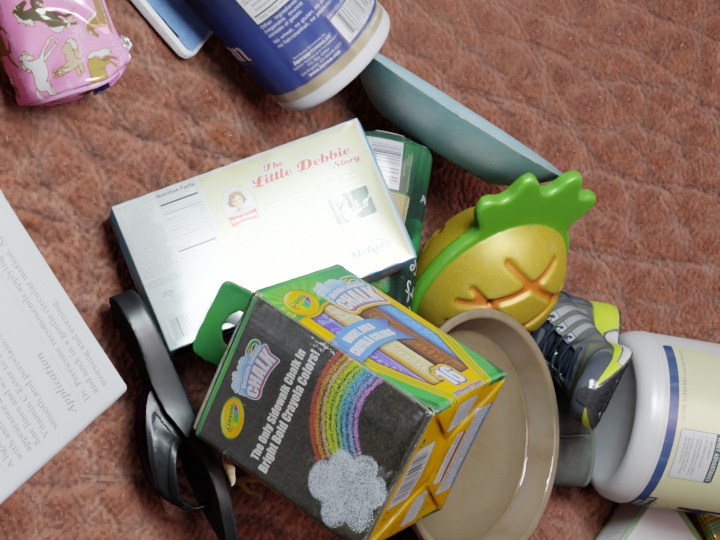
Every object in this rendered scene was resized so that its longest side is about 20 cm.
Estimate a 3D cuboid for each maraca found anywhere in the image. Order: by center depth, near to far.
[{"bbox_3d":[0.110,-0.007,1.797,0.137,0.200,0.107,-7,53,-36],"label":"maraca"}]

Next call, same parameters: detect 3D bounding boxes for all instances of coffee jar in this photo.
[{"bbox_3d":[0.000,0.000,1.743,0.085,0.104,0.200,12,72,-9],"label":"coffee jar"}]

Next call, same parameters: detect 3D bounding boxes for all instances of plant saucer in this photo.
[{"bbox_3d":[0.085,0.129,1.738,0.200,0.029,0.201,0,90,-49],"label":"plant saucer"},{"bbox_3d":[0.069,-0.114,1.798,0.201,0.201,0.039,29,98,-33],"label":"plant saucer"}]

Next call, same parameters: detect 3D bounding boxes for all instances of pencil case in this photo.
[{"bbox_3d":[-0.231,-0.217,1.606,0.086,0.083,0.200,-22,95,-40],"label":"pencil case"}]

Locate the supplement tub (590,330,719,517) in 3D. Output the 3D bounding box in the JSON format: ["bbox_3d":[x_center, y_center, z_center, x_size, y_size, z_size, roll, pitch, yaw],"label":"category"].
[{"bbox_3d":[0.302,0.135,1.906,0.200,0.145,0.145,10,74,-14],"label":"supplement tub"}]

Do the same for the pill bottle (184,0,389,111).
[{"bbox_3d":[-0.079,-0.226,1.701,0.200,0.111,0.111,47,55,-23],"label":"pill bottle"}]

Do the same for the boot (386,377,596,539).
[{"bbox_3d":[0.107,0.164,1.838,0.200,0.072,0.182,12,75,-45],"label":"boot"}]

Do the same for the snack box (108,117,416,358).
[{"bbox_3d":[-0.072,-0.025,1.663,0.200,0.037,0.116,-21,81,-14],"label":"snack box"}]

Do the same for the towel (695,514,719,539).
[{"bbox_3d":[0.307,0.175,2.000,0.086,0.018,0.200,-11,72,-47],"label":"towel"}]

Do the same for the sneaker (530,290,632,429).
[{"bbox_3d":[0.170,0.069,1.854,0.081,0.200,0.074,23,105,-6],"label":"sneaker"}]

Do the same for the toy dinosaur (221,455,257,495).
[{"bbox_3d":[-0.065,0.130,1.657,0.200,0.106,0.061,-1,79,-49],"label":"toy dinosaur"}]

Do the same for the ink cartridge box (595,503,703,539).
[{"bbox_3d":[0.238,0.300,1.925,0.146,0.048,0.200,55,52,-19],"label":"ink cartridge box"}]

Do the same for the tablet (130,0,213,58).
[{"bbox_3d":[-0.123,-0.272,1.755,0.130,0.014,0.200,50,53,-22],"label":"tablet"}]

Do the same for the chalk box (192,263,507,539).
[{"bbox_3d":[-0.025,0.081,1.586,0.124,0.200,0.125,-17,138,-59],"label":"chalk box"}]

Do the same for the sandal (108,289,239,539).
[{"bbox_3d":[-0.144,0.113,1.632,0.048,0.075,0.201,-25,91,-15],"label":"sandal"}]

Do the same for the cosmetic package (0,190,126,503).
[{"bbox_3d":[-0.295,0.076,1.436,0.200,0.165,0.165,-42,108,-38],"label":"cosmetic package"}]
